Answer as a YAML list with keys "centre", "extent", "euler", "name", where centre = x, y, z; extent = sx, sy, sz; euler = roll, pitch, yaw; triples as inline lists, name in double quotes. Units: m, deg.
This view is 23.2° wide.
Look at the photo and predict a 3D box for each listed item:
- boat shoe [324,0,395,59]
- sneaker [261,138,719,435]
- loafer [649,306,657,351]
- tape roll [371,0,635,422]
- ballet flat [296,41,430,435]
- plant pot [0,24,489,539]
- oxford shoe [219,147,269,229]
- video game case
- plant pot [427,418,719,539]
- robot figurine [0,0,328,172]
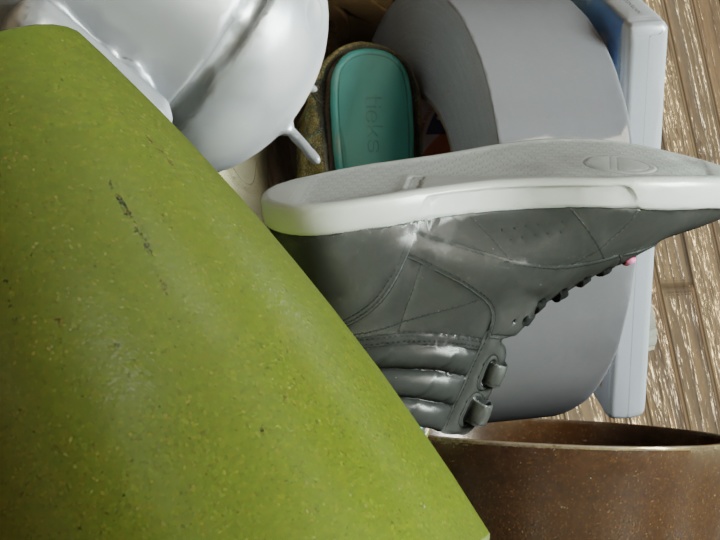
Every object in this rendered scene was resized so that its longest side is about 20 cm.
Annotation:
- centre: [-0.007, -0.155, 0.847]
  extent: [0.063, 0.073, 0.201]
  euler: [59, -19, 27]
  name: "boat shoe"
- centre: [0.058, 0.007, 0.685]
  extent: [0.198, 0.071, 0.100]
  euler: [-8, 107, -19]
  name: "sneaker"
- centre: [0.134, 0.022, 1.038]
  extent: [0.200, 0.069, 0.071]
  euler: [3, 71, -75]
  name: "loafer"
- centre: [0.055, -0.030, 0.817]
  extent: [0.065, 0.200, 0.203]
  euler: [-2, 76, -18]
  name: "tape roll"
- centre: [0.000, 0.000, 0.786]
  extent: [0.070, 0.070, 0.203]
  euler: [16, 68, -53]
  name: "ballet flat"
- centre: [-0.085, 0.033, 0.545]
  extent: [0.187, 0.186, 0.202]
  euler: [-15, 77, -57]
  name: "plant pot"
- centre: [-0.057, -0.095, 0.792]
  extent: [0.071, 0.073, 0.202]
  euler: [2, 76, -80]
  name: "oxford shoe"
- centre: [0.106, -0.059, 0.873]
  extent: [0.182, 0.022, 0.202]
  euler: [-115, -159, -60]
  name: "video game case"
- centre: [0.083, 0.176, 0.836]
  extent: [0.186, 0.185, 0.203]
  euler: [5, 87, -56]
  name: "plant pot"
- centre: [-0.094, -0.114, 0.694]
  extent: [0.199, 0.113, 0.170]
  euler: [35, 36, -20]
  name: "robot figurine"
